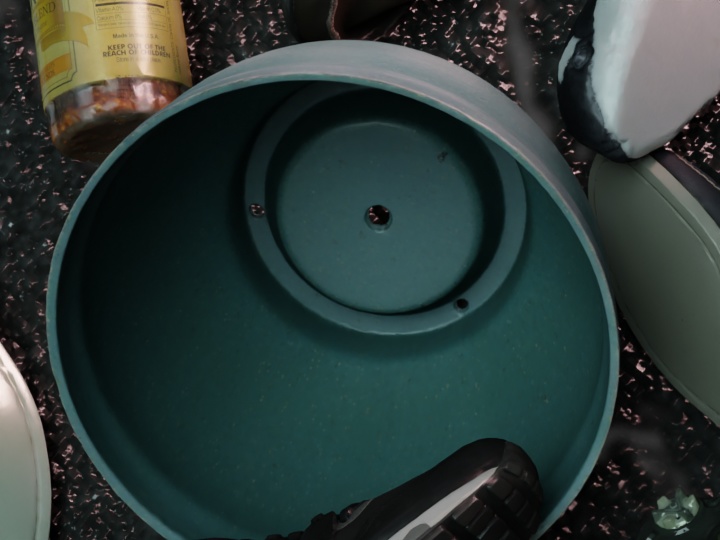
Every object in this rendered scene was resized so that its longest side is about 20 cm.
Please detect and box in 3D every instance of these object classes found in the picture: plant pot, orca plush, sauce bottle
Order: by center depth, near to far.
[{"bbox_3d":[0.000,0.000,0.877,0.199,0.134,0.201,4,115,9],"label":"plant pot"},{"bbox_3d":[0.115,-0.134,0.909,0.071,0.105,0.201,12,82,45],"label":"orca plush"},{"bbox_3d":[-0.113,-0.148,1.012,0.066,0.066,0.201,-15,72,18],"label":"sauce bottle"}]

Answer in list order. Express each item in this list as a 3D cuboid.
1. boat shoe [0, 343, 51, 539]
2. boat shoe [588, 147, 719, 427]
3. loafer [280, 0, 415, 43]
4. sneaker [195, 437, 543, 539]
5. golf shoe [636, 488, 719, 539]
[{"bbox_3d":[-0.189,0.045,1.005,0.060,0.072,0.203,-33,78,56],"label":"boat shoe"},{"bbox_3d":[0.159,0.024,0.882,0.062,0.073,0.200,-21,58,-29],"label":"boat shoe"},{"bbox_3d":[0.050,-0.155,0.940,0.200,0.073,0.071,-46,65,8],"label":"loafer"},{"bbox_3d":[-0.032,0.112,0.818,0.200,0.076,0.088,-42,57,3],"label":"sneaker"},{"bbox_3d":[0.084,0.139,0.858,0.199,0.077,0.088,-17,118,18],"label":"golf shoe"}]
